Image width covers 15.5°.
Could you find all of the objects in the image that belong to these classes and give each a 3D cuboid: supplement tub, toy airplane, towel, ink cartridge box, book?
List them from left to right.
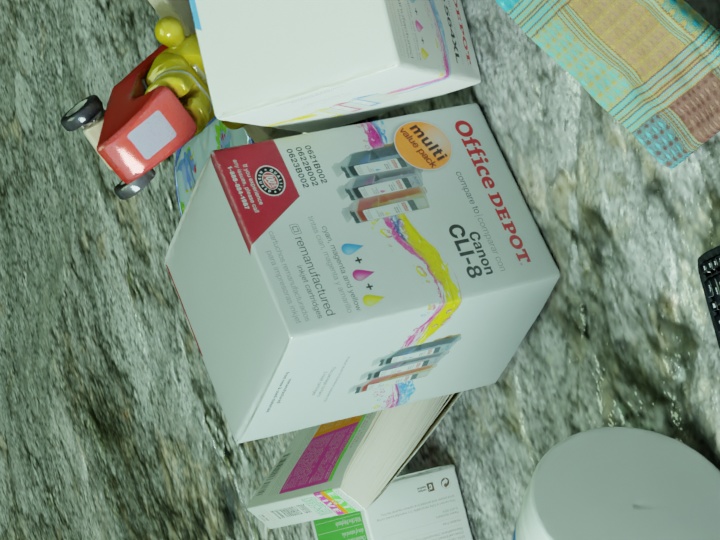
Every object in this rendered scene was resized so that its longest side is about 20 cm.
[{"bbox_3d":[-0.100,-0.146,1.805,0.141,0.199,0.201,-22,67,42],"label":"toy airplane"},{"bbox_3d":[-0.014,-0.167,1.679,0.200,0.124,0.129,-3,-102,-71],"label":"ink cartridge box"},{"bbox_3d":[-0.006,0.117,1.880,0.048,0.134,0.200,39,161,-11],"label":"book"},{"bbox_3d":[0.000,0.000,1.720,0.146,0.199,0.145,65,152,24],"label":"ink cartridge box"},{"bbox_3d":[0.123,-0.144,1.441,0.200,0.022,0.147,43,162,0],"label":"towel"},{"bbox_3d":[0.146,0.206,1.575,0.132,0.131,0.201,56,149,40],"label":"supplement tub"}]

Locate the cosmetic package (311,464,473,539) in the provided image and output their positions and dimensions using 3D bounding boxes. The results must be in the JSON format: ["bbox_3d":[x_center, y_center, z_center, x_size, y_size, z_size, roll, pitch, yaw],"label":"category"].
[{"bbox_3d":[0.039,0.250,1.902,0.108,0.084,0.201,-28,75,64],"label":"cosmetic package"}]

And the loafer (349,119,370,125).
[{"bbox_3d":[-0.014,-0.049,1.883,0.071,0.073,0.201,-23,81,66],"label":"loafer"}]

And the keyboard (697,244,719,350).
[{"bbox_3d":[0.223,0.082,1.449,0.104,0.039,0.201,-32,73,67],"label":"keyboard"}]

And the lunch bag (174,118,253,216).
[{"bbox_3d":[-0.074,-0.053,2.010,0.200,0.082,0.162,-32,74,66],"label":"lunch bag"}]
